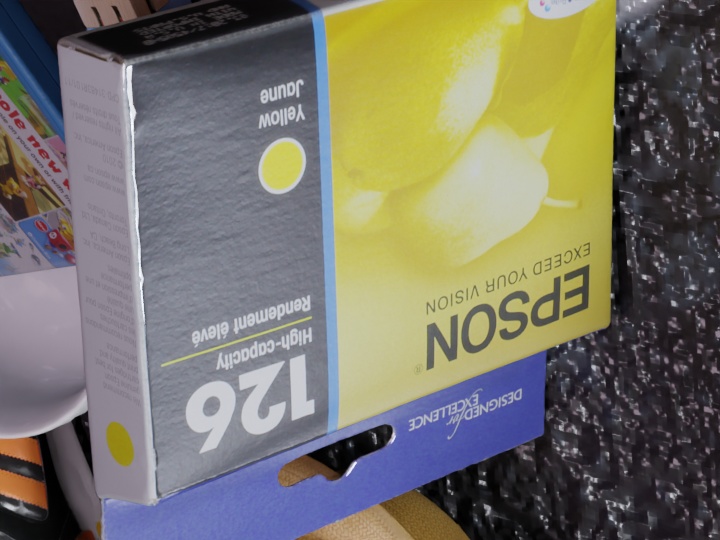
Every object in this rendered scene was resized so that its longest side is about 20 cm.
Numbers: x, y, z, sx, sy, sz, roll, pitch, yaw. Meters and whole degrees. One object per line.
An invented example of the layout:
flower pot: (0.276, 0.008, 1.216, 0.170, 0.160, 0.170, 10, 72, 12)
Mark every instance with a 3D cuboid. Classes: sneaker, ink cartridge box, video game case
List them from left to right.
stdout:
video game case: (-0.175, -0.054, 0.978, 0.199, 0.018, 0.144, -7, 126, 43)
sneaker: (-0.170, 0.081, 1.137, 0.070, 0.090, 0.201, -24, 93, 44)
ink cartridge box: (0.000, 0.000, 0.876, 0.047, 0.197, 0.202, 23, 124, 47)

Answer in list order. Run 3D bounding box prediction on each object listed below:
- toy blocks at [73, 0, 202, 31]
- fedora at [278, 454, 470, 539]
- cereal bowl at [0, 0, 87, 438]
toy blocks: (-0.038, -0.145, 0.865, 0.099, 0.200, 0.137, 3, 127, 41)
fedora: (-0.002, 0.143, 1.023, 0.200, 0.082, 0.202, 21, 126, 31)
cereal bowl: (-0.141, -0.041, 1.059, 0.199, 0.083, 0.202, 19, 122, 33)
